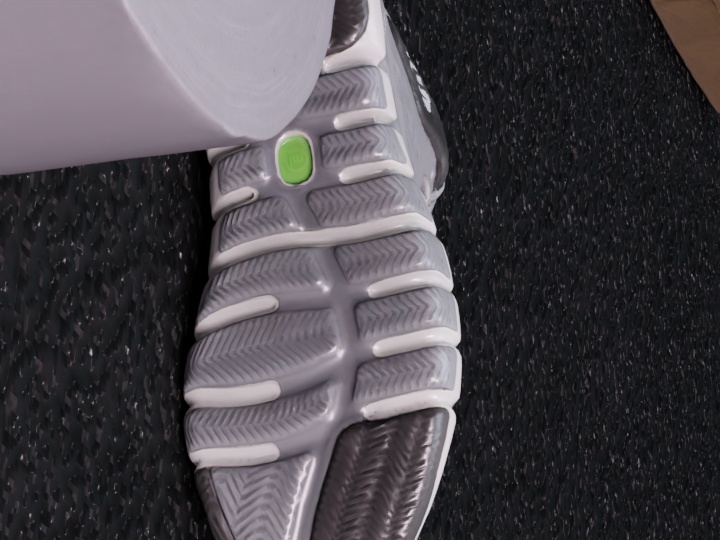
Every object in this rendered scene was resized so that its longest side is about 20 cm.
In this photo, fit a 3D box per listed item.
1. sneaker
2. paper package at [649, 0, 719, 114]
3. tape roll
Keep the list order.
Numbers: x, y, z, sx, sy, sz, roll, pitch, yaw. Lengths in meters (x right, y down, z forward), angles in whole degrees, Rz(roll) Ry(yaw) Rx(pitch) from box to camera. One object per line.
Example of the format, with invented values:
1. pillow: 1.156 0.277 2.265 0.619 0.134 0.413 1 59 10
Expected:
1. sneaker: 0.000 0.000 0.823 0.115 0.075 0.201 38 47 -70
2. paper package: 0.204 -0.203 1.504 0.191 0.103 0.201 45 41 -66
3. tape roll: -0.064 -0.124 0.668 0.200 0.066 0.201 -7 90 -72
